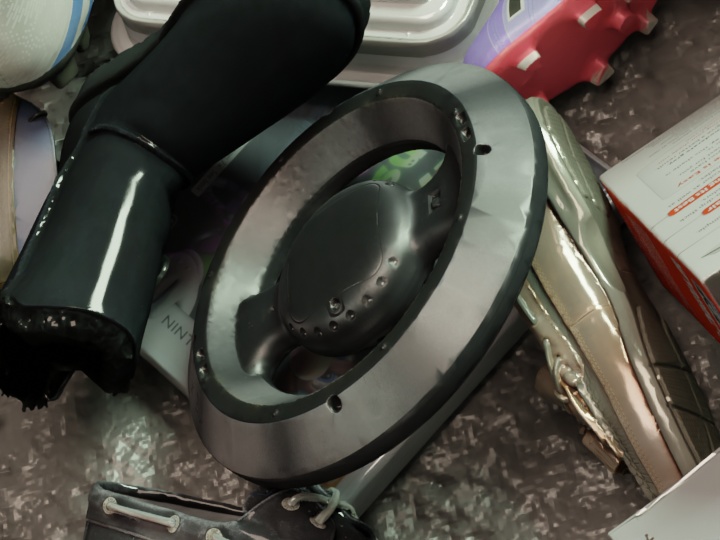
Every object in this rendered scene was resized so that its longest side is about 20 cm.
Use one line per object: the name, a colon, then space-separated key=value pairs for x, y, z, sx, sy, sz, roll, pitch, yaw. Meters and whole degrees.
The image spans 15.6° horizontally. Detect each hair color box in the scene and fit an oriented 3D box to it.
hair color box: x=0.171 y=-0.024 z=1.038 sx=0.111 sy=0.200 sz=0.064 roll=-33 pitch=103 yaw=3

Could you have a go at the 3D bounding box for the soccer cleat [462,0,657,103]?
soccer cleat: x=0.109 y=-0.148 z=1.182 sx=0.200 sy=0.067 sz=0.076 roll=-43 pitch=64 yaw=-11

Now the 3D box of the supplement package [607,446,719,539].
supplement package: x=0.225 y=0.110 z=0.995 sx=0.200 sy=0.111 sz=0.156 roll=-39 pitch=59 yaw=0

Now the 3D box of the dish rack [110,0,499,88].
dish rack: x=-0.015 y=-0.165 z=1.235 sx=0.199 sy=0.044 sz=0.172 roll=6 pitch=57 yaw=23

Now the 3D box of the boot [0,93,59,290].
boot: x=-0.182 y=-0.066 z=1.265 sx=0.096 sy=0.075 sz=0.201 roll=2 pitch=64 yaw=0

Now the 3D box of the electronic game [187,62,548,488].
electronic game: x=0.000 y=0.000 z=1.107 sx=0.199 sy=0.042 sz=0.201 roll=-32 pitch=40 yaw=31

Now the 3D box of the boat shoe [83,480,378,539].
boat shoe: x=-0.029 y=0.119 z=1.102 sx=0.199 sy=0.072 sz=0.068 roll=3 pitch=88 yaw=28

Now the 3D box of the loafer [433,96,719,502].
loafer: x=0.093 y=0.026 z=1.105 sx=0.063 sy=0.072 sz=0.201 roll=-29 pitch=69 yaw=17

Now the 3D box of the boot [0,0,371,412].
boot: x=-0.082 y=-0.035 z=1.133 sx=0.200 sy=0.076 sz=0.169 roll=-28 pitch=37 yaw=45

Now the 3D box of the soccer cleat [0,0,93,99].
soccer cleat: x=-0.148 y=-0.169 z=1.249 sx=0.069 sy=0.087 sz=0.201 roll=-9 pitch=39 yaw=18

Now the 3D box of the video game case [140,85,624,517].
video game case: x=-0.004 y=-0.011 z=1.187 sx=0.200 sy=0.023 sz=0.182 roll=-47 pitch=60 yaw=-6
